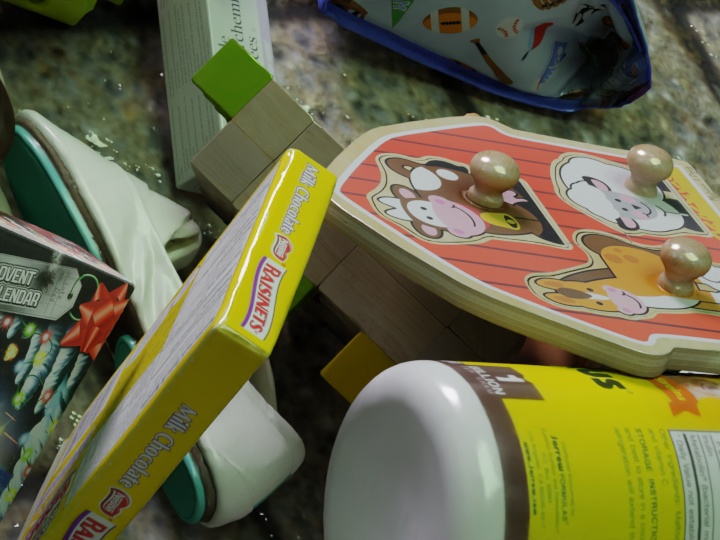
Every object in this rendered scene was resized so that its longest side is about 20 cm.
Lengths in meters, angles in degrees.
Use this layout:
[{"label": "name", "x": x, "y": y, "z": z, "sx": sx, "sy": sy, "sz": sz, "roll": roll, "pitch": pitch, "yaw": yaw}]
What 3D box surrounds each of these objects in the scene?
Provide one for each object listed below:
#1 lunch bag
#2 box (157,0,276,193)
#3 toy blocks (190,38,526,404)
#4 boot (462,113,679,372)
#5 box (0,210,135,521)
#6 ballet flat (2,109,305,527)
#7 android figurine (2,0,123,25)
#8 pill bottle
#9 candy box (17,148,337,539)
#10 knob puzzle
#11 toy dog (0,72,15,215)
[{"label": "lunch bag", "x": 0.072, "y": -0.190, "z": 1.270, "sx": 0.200, "sy": 0.124, "sz": 0.170, "roll": 25, "pitch": 41, "yaw": -35}, {"label": "box", "x": -0.072, "y": -0.133, "z": 1.131, "sx": 0.039, "sy": 0.041, "sz": 0.201, "roll": 11, "pitch": 60, "yaw": -39}, {"label": "toy blocks", "x": 0.000, "y": 0.000, "z": 1.039, "sx": 0.200, "sy": 0.137, "sz": 0.100, "roll": 44, "pitch": 84, "yaw": 7}, {"label": "boot", "x": 0.091, "y": -0.010, "z": 1.061, "sx": 0.076, "sy": 0.200, "sz": 0.156, "roll": -23, "pitch": 72, "yaw": -11}, {"label": "box", "x": -0.177, "y": 0.032, "z": 0.810, "sx": 0.040, "sy": 0.137, "sz": 0.200, "roll": 31, "pitch": 3, "yaw": 33}, {"label": "ballet flat", "x": -0.085, "y": 0.014, "z": 1.000, "sx": 0.069, "sy": 0.069, "sz": 0.200, "roll": -14, "pitch": 67, "yaw": -42}, {"label": "android figurine", "x": -0.166, "y": -0.202, "z": 1.164, "sx": 0.199, "sy": 0.041, "sz": 0.182, "roll": 18, "pitch": 45, "yaw": -25}, {"label": "pill bottle", "x": 0.095, "y": 0.090, "z": 0.857, "sx": 0.199, "sy": 0.109, "sz": 0.109, "roll": 4, "pitch": 51, "yaw": -29}, {"label": "candy box", "x": -0.077, "y": 0.050, "z": 0.875, "sx": 0.026, "sy": 0.200, "sz": 0.102, "roll": 30, "pitch": 41, "yaw": -12}, {"label": "knob puzzle", "x": 0.077, "y": -0.022, "z": 0.915, "sx": 0.219, "sy": 0.031, "sz": 0.220, "roll": 15, "pitch": 25, "yaw": -7}, {"label": "toy dog", "x": -0.202, "y": -0.064, "z": 0.911, "sx": 0.200, "sy": 0.139, "sz": 0.194, "roll": -124, "pitch": -170, "yaw": -70}]
